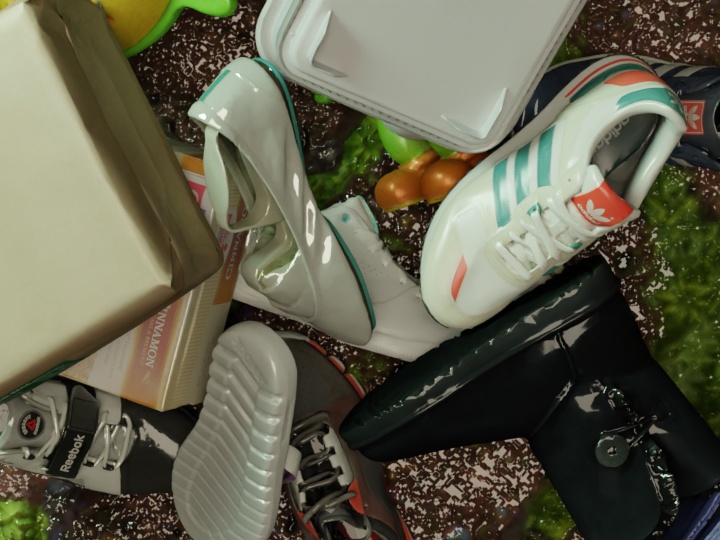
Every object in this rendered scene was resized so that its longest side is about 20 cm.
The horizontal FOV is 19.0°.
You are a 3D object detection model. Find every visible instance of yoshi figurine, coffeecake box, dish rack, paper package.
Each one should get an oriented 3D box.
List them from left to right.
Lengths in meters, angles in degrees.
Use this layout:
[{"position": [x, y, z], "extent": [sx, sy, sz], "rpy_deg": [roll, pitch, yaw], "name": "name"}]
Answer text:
[{"position": [-0.207, -0.032, 1.257], "extent": [0.199, 0.103, 0.192], "rpy_deg": [-29, 86, 19], "name": "paper package"}, {"position": [-0.177, -0.018, 1.343], "extent": [0.198, 0.073, 0.155], "rpy_deg": [18, 98, 17], "name": "coffeecake box"}, {"position": [0.012, -0.137, 1.330], "extent": [0.111, 0.112, 0.202], "rpy_deg": [-14, 94, 11], "name": "yoshi figurine"}, {"position": [0.051, -0.163, 1.216], "extent": [0.170, 0.044, 0.201], "rpy_deg": [22, 115, -18], "name": "dish rack"}]

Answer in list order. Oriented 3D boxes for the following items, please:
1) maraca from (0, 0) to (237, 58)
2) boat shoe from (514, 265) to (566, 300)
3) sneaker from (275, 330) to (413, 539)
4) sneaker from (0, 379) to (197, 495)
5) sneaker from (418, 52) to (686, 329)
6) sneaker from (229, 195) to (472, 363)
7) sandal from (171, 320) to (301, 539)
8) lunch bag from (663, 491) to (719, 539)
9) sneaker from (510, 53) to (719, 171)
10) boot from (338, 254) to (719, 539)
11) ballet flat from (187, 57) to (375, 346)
[{"position": [-0.150, -0.198, 1.312], "extent": [0.198, 0.107, 0.138], "rpy_deg": [-9, 100, 31], "name": "maraca"}, {"position": [0.125, 0.058, 1.365], "extent": [0.068, 0.075, 0.201], "rpy_deg": [-31, 96, 1], "name": "boat shoe"}, {"position": [-0.017, 0.132, 1.377], "extent": [0.077, 0.082, 0.201], "rpy_deg": [-28, 95, 6], "name": "sneaker"}, {"position": [-0.197, 0.104, 1.380], "extent": [0.198, 0.089, 0.075], "rpy_deg": [14, 97, -1], "name": "sneaker"}, {"position": [0.113, -0.040, 1.265], "extent": [0.200, 0.093, 0.070], "rpy_deg": [-46, 112, 4], "name": "sneaker"}, {"position": [0.000, 0.000, 1.366], "extent": [0.198, 0.075, 0.089], "rpy_deg": [20, 93, 2], "name": "sneaker"}, {"position": [-0.065, 0.109, 1.338], "extent": [0.082, 0.050, 0.203], "rpy_deg": [44, 140, 21], "name": "sandal"}, {"position": [0.273, 0.172, 1.344], "extent": [0.135, 0.132, 0.201], "rpy_deg": [36, 97, -2], "name": "lunch bag"}, {"position": [0.191, -0.097, 1.336], "extent": [0.198, 0.085, 0.076], "rpy_deg": [-2, 98, 3], "name": "sneaker"}, {"position": [0.109, 0.110, 1.305], "extent": [0.199, 0.076, 0.169], "rpy_deg": [-31, 99, 1], "name": "boot"}, {"position": [-0.052, -0.028, 1.272], "extent": [0.069, 0.070, 0.201], "rpy_deg": [-18, 118, 5], "name": "ballet flat"}]
